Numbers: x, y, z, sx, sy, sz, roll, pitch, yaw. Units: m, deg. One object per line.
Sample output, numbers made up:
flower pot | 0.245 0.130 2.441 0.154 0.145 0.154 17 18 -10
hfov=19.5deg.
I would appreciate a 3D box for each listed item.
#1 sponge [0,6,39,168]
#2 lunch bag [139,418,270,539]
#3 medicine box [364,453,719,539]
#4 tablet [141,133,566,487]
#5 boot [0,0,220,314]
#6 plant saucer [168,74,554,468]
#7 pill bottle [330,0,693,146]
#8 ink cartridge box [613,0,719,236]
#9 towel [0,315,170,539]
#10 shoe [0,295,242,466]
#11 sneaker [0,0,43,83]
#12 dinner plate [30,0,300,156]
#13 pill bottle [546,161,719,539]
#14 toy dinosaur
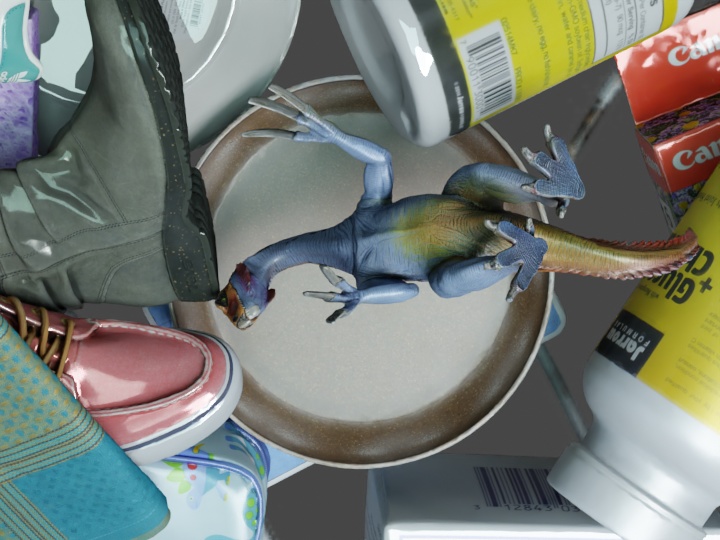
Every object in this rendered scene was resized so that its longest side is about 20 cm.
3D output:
sponge | -0.219 -0.036 1.060 0.111 0.030 0.202 2 112 -4
lunch bag | -0.136 0.164 1.103 0.159 0.083 0.202 9 109 -6
medicine box | 0.092 0.211 1.129 0.181 0.103 0.202 2 106 -5
tablet | -0.003 0.021 1.115 0.199 0.014 0.131 -28 106 4
boot | -0.143 -0.048 0.989 0.130 0.068 0.201 -9 131 -1
plant saucer | 0.000 0.000 1.079 0.198 0.032 0.202 0 96 2
pill bottle | 0.092 -0.151 1.014 0.199 0.114 0.115 -26 107 -10
ink cartridge box | 0.207 -0.059 1.091 0.108 0.050 0.201 -22 107 1
towel | -0.196 0.080 0.978 0.146 0.022 0.200 -20 132 17
shoe | -0.161 0.047 1.002 0.198 0.072 0.091 -5 149 8
sneaker | -0.170 -0.182 0.999 0.093 0.070 0.201 16 75 -23
dinner plate | -0.128 -0.147 1.053 0.198 0.024 0.202 -2 107 -5
pill bottle | 0.178 0.042 1.020 0.112 0.112 0.201 34 91 -13
toy dinosaur | 0.023 0.000 0.990 0.199 0.181 0.106 29 62 -27
